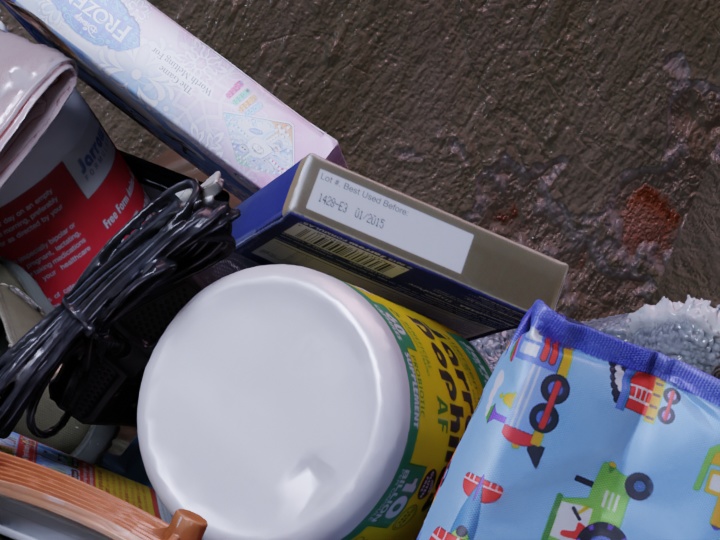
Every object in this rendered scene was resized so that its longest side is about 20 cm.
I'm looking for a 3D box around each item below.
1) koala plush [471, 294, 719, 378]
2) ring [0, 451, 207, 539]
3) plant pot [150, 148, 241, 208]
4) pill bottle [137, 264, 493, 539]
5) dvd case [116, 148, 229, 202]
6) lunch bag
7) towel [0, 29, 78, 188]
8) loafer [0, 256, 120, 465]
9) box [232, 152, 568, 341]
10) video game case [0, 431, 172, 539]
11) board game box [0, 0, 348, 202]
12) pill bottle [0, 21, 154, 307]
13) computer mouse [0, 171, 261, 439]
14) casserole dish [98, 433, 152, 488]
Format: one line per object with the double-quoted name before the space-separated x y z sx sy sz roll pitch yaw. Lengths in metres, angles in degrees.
"koala plush" 0.130 0.099 1.095 0.183 0.179 0.200 15 -9 -33
"ring" -0.095 0.088 0.619 0.199 0.019 0.200 24 5 -2
"plant pot" -0.086 0.026 1.320 0.199 0.201 0.175 23 19 -8
"pill bottle" -0.001 0.068 0.827 0.112 0.113 0.200 23 -1 24
"dvd case" -0.152 0.003 1.170 0.142 0.018 0.201 21 -42 9
"lunch bag" 0.059 0.091 0.688 0.094 0.151 0.200 22 0 -4
"towel" -0.263 -0.061 0.942 0.199 0.191 0.032 22 -28 26
"loafer" -0.184 0.029 0.923 0.200 0.076 0.070 23 -4 46
"box" 0.000 0.000 0.891 0.121 0.033 0.200 23 -15 -13
"video game case" -0.099 0.097 0.769 0.199 0.018 0.143 24 0 -9
"board game box" -0.093 -0.091 1.005 0.199 0.043 0.200 36 -3 7
"pill bottle" -0.173 -0.029 1.052 0.112 0.112 0.201 23 -31 55
"computer mouse" -0.080 0.020 0.834 0.053 0.138 0.200 52 10 21
"casserole dish" -0.030 0.115 0.968 0.199 0.039 0.121 24 0 -10
